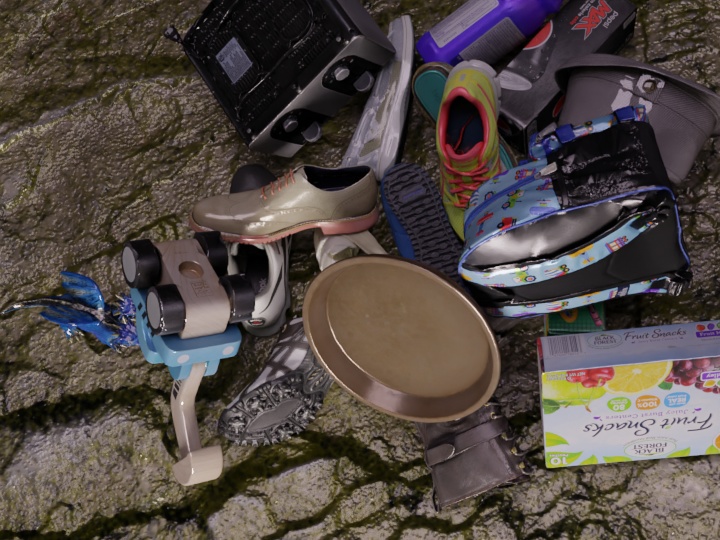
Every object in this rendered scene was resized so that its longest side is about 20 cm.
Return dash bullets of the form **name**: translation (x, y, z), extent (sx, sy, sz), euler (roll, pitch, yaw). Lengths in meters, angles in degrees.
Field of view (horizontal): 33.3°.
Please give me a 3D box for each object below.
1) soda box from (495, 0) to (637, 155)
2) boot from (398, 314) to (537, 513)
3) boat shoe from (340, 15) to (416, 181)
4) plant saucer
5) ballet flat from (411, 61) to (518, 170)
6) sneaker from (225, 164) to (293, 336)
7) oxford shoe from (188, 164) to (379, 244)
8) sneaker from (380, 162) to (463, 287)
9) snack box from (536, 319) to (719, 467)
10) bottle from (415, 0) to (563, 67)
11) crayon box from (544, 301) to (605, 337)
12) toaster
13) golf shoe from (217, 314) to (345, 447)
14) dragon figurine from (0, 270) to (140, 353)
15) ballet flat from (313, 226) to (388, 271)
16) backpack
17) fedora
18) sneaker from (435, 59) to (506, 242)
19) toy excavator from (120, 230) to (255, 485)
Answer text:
- **soda box**: translation (0.221, -0.230, 1.347), extent (0.071, 0.063, 0.200), euler (38, 77, 20)
- **boot**: translation (0.127, 0.130, 1.202), extent (0.200, 0.069, 0.174), euler (-32, 75, 14)
- **boat shoe**: translation (0.025, -0.197, 1.356), extent (0.065, 0.074, 0.202), euler (8, 76, 6)
- **plant saucer**: translation (0.040, 0.061, 1.135), extent (0.200, 0.200, 0.029), euler (18, 43, 14)
- **ballet flat**: translation (0.124, -0.141, 1.312), extent (0.071, 0.071, 0.200), euler (-33, 97, -6)
- **sneaker**: translation (-0.112, -0.037, 1.301), extent (0.074, 0.089, 0.200), euler (-10, 66, 5)
- **oxford shoe**: translation (-0.080, -0.078, 1.248), extent (0.200, 0.074, 0.071), euler (-8, 43, -10)
- **sneaker**: translation (0.074, -0.019, 1.287), extent (0.066, 0.078, 0.200), euler (-18, 86, -1)
- **snack box**: translation (0.273, 0.119, 1.153), extent (0.200, 0.142, 0.053), euler (-6, 43, 6)
- **bottle**: translation (0.159, -0.284, 1.337), extent (0.200, 0.084, 0.065), euler (-36, 68, 15)
- **crayon box**: translation (0.218, -0.010, 1.228), extent (0.058, 0.119, 0.200), euler (1, 69, 8)
- **toaster**: translation (-0.086, -0.248, 1.332), extent (0.181, 0.119, 0.200), euler (-43, 66, 18)
- **golf shoe**: translation (-0.067, 0.104, 1.254), extent (0.200, 0.078, 0.095), euler (-36, 35, 5)
- **dragon figurine**: translation (-0.301, 0.040, 1.287), extent (0.200, 0.099, 0.059), euler (18, 71, 14)
- **ballet flat**: translation (0.000, 0.000, 1.254), extent (0.069, 0.069, 0.200), euler (-45, 53, -11)
- **backpack**: translation (0.184, -0.042, 1.092), extent (0.200, 0.183, 0.135), euler (-18, 58, 13)
- **fedora**: translation (0.286, -0.145, 1.247), extent (0.200, 0.177, 0.090), euler (24, 82, -5)
- **sneaker**: translation (0.110, -0.110, 1.241), extent (0.078, 0.090, 0.200), euler (-4, 109, 17)
- **toy excavator**: translation (-0.174, 0.088, 1.208), extent (0.100, 0.200, 0.195), euler (-10, 49, -30)
